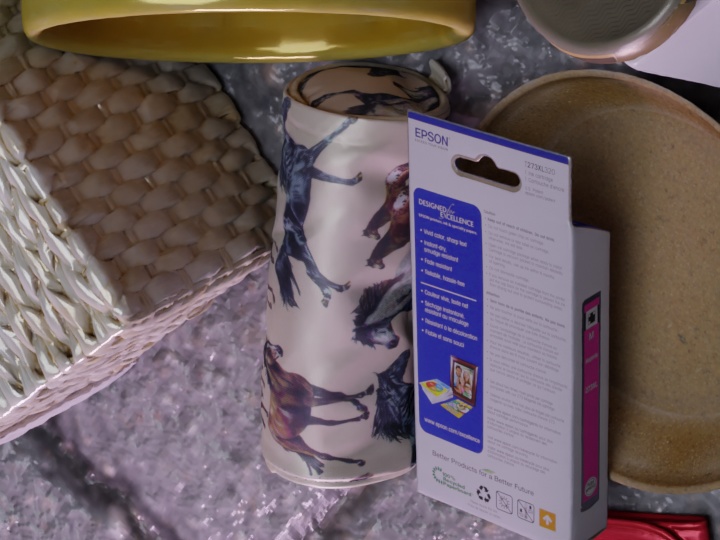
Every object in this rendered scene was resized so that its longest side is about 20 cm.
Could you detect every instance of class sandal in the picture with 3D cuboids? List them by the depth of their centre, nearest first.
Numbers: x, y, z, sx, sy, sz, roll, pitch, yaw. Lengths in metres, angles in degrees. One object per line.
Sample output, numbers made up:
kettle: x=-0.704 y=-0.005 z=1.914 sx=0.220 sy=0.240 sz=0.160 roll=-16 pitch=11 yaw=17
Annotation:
sandal: x=0.066 y=-0.163 z=0.946 sx=0.080 sy=0.054 sz=0.201 roll=-43 pitch=59 yaw=30

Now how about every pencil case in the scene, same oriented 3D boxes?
pencil case: x=0.000 y=0.000 z=1.131 sx=0.078 sy=0.089 sz=0.201 roll=29 pitch=120 yaw=51

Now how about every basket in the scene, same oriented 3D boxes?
basket: x=-0.167 y=-0.037 z=1.141 sx=0.160 sy=0.200 sz=0.199 roll=-33 pitch=88 yaw=30

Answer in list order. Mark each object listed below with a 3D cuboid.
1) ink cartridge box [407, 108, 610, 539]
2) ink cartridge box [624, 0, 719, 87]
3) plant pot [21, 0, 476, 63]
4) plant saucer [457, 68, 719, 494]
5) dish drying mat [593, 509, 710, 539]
ink cartridge box: x=0.067 y=0.025 z=1.082 sx=0.094 sy=0.037 sz=0.201 roll=19 pitch=125 yaw=38
ink cartridge box: x=0.170 y=-0.190 z=0.948 sx=0.200 sy=0.084 sz=0.147 roll=-39 pitch=61 yaw=33
plant pot: x=-0.050 y=-0.195 z=1.043 sx=0.200 sy=0.200 sz=0.190 roll=-2 pitch=88 yaw=29
plant saucer: x=0.128 y=0.002 z=1.063 sx=0.199 sy=0.035 sz=0.201 roll=21 pitch=123 yaw=36
dish drying mat: x=0.141 y=0.214 z=1.150 sx=0.076 sy=0.018 sz=0.201 roll=1 pitch=106 yaw=29
